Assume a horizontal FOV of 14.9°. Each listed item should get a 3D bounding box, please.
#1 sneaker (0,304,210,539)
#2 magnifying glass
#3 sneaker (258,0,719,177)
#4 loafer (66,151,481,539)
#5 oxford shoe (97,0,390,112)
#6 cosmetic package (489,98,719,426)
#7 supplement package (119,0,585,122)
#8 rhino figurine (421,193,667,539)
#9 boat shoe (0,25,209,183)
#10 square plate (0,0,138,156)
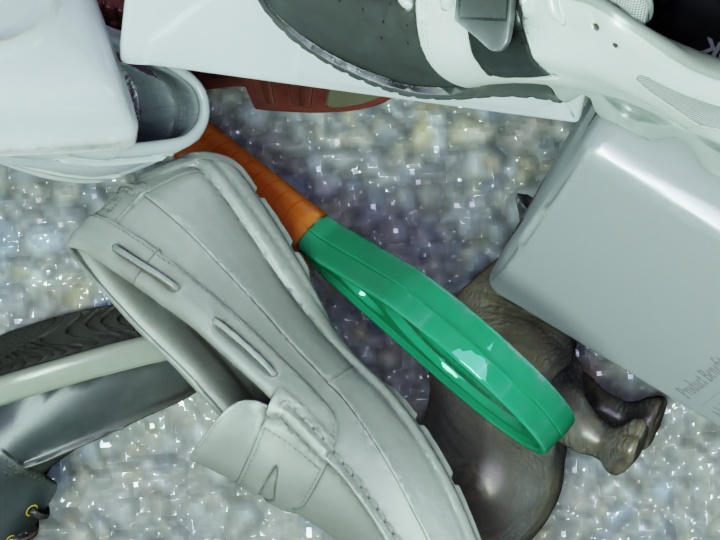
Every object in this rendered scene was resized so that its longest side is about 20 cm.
[{"bbox_3d":[-0.134,0.087,1.019,0.199,0.075,0.107,-21,103,2],"label":"sneaker"},{"bbox_3d":[0.000,0.000,0.972,0.200,0.080,0.022,36,81,35],"label":"magnifying glass"},{"bbox_3d":[0.061,-0.087,0.796,0.199,0.089,0.074,15,71,12],"label":"sneaker"},{"bbox_3d":[-0.027,0.053,0.953,0.070,0.070,0.200,-32,77,-21],"label":"loafer"},{"bbox_3d":[-0.077,-0.107,1.018,0.199,0.071,0.075,8,63,6],"label":"oxford shoe"},{"bbox_3d":[0.176,-0.030,0.919,0.200,0.165,0.165,31,72,0],"label":"cosmetic package"},{"bbox_3d":[0.013,-0.169,0.886,0.155,0.111,0.201,8,122,-4],"label":"supplement package"},{"bbox_3d":[0.063,0.048,1.002,0.087,0.060,0.201,18,89,12],"label":"rhino figurine"},{"bbox_3d":[-0.137,-0.067,0.915,0.200,0.068,0.072,19,73,-40],"label":"boat shoe"},{"bbox_3d":[-0.180,-0.123,0.866,0.198,0.028,0.201,-4,63,-29],"label":"square plate"}]
